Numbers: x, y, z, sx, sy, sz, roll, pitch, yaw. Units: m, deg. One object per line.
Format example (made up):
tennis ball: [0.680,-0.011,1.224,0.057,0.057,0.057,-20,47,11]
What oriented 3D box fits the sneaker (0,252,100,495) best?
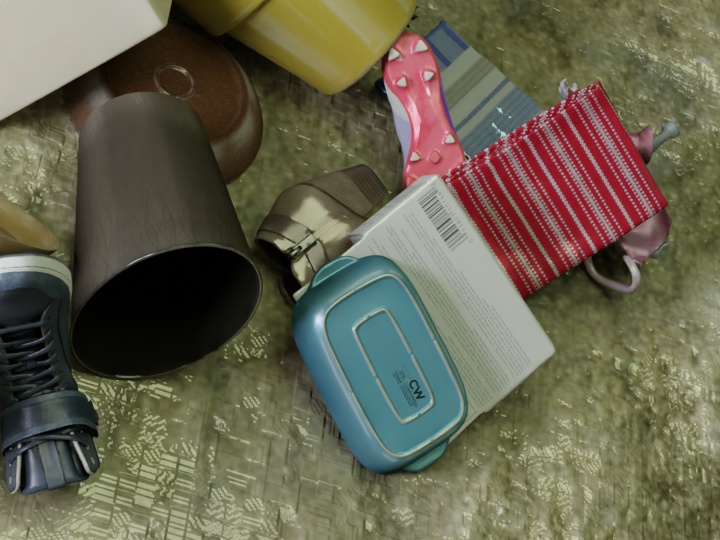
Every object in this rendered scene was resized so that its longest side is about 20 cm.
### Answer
sneaker: [-0.241,0.083,1.262,0.076,0.203,0.148,-10,65,-7]

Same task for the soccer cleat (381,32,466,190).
soccer cleat: [0.062,-0.131,1.639,0.066,0.076,0.203,-13,93,1]

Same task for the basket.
basket: [-0.172,-0.041,1.413,0.135,0.180,0.202,28,36,-40]

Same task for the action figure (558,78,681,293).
action figure: [0.233,-0.102,1.673,0.149,0.133,0.201,-53,134,-23]

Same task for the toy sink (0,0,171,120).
toy sink: [-0.280,-0.238,1.468,0.131,0.198,0.112,56,15,-26]

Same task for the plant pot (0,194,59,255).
plant pot: [-0.333,-0.057,1.342,0.199,0.200,0.028,30,94,-2]

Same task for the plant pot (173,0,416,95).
plant pot: [-0.055,-0.277,1.622,0.189,0.200,0.202,42,47,-18]

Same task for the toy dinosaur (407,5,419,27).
toy dinosaur: [0.010,-0.294,1.753,0.198,0.048,0.088,-13,52,-34]

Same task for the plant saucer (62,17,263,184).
plant saucer: [-0.177,-0.166,1.569,0.198,0.037,0.202,14,54,-20]

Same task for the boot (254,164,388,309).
boot: [0.000,0.000,1.543,0.200,0.070,0.146,48,58,3]

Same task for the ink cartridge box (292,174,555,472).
ink cartridge box: [0.054,0.046,1.507,0.176,0.045,0.201,-39,102,-16]

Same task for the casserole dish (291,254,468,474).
casserole dish: [0.023,0.082,1.453,0.120,0.039,0.202,-30,100,-18]

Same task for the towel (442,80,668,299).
towel: [0.178,-0.068,1.606,0.199,0.022,0.145,-32,103,-1]

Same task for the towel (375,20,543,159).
towel: [0.123,-0.160,1.729,0.200,0.024,0.147,43,48,3]
